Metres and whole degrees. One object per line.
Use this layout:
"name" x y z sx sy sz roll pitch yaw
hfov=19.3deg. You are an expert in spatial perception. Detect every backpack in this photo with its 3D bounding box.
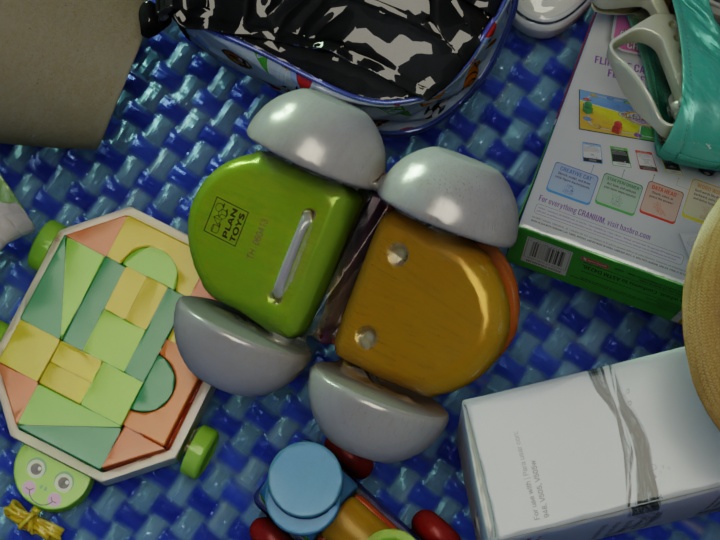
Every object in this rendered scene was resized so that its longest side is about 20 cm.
"backpack" -0.001 -0.172 1.256 0.190 0.154 0.201 31 87 16

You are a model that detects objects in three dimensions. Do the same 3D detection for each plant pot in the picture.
"plant pot" -0.230 -0.155 1.257 0.198 0.187 0.189 22 79 -8

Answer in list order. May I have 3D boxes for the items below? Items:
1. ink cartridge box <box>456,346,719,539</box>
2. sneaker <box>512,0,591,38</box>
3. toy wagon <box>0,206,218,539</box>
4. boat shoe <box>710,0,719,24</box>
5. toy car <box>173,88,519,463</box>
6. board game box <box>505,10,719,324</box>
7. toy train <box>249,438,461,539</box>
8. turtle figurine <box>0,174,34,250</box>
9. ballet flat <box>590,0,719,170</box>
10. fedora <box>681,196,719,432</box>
"ink cartridge box" 0.157 0.100 1.196 0.198 0.147 0.084 -13 77 -2
"sneaker" 0.141 -0.242 1.306 0.072 0.071 0.201 22 79 6
"toy wagon" -0.153 0.067 1.265 0.154 0.040 0.201 26 80 7
"boat shoe" 0.256 -0.242 1.294 0.074 0.065 0.203 28 64 7
"toy car" 0.000 0.000 1.219 0.199 0.150 0.176 24 100 13
"board game box" 0.188 -0.069 1.251 0.152 0.040 0.201 20 59 6
"toy train" 0.024 0.174 1.199 0.200 0.116 0.085 41 82 9
"turtle figurine" -0.305 -0.018 1.235 0.193 0.144 0.201 -37 85 -12
"ballet flat" 0.173 -0.147 1.230 0.070 0.067 0.202 -4 61 -19
"fedora" 0.255 0.034 1.093 0.198 0.082 0.203 -1 71 2
